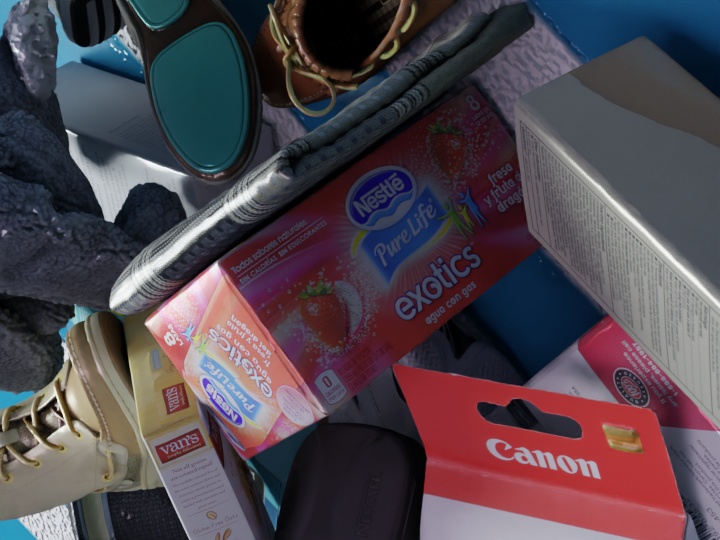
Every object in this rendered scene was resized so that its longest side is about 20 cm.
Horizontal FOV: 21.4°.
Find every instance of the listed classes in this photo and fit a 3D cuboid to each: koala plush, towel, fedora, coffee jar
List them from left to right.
[{"bbox_3d":[-0.222,-0.062,1.140,0.177,0.184,0.200,-32,54,27],"label":"koala plush"},{"bbox_3d":[-0.136,0.161,1.371,0.091,0.201,0.201,-9,115,16],"label":"fedora"},{"bbox_3d":[-0.024,-0.062,0.986,0.035,0.200,0.193,54,142,-1],"label":"towel"},{"bbox_3d":[0.033,0.162,1.098,0.085,0.104,0.200,0,156,35],"label":"coffee jar"}]

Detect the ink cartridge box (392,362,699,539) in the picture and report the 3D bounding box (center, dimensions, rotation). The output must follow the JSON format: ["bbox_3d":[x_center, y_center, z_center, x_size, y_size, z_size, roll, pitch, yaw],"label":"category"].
[{"bbox_3d":[0.097,0.146,0.974,0.161,0.050,0.200,8,135,37],"label":"ink cartridge box"}]

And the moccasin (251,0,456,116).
[{"bbox_3d":[-0.010,-0.130,1.015,0.201,0.078,0.074,-16,104,57],"label":"moccasin"}]

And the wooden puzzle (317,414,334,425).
[{"bbox_3d":[-0.047,0.094,1.260,0.185,0.037,0.200,10,131,60],"label":"wooden puzzle"}]

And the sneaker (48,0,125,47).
[{"bbox_3d":[-0.195,-0.238,1.157,0.115,0.075,0.200,38,142,27],"label":"sneaker"}]

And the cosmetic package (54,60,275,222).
[{"bbox_3d":[-0.141,-0.059,1.235,0.200,0.071,0.102,21,134,39],"label":"cosmetic package"}]

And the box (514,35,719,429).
[{"bbox_3d":[0.157,-0.008,0.857,0.200,0.078,0.095,50,161,39],"label":"box"}]

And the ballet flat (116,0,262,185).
[{"bbox_3d":[-0.097,-0.131,1.103,0.200,0.067,0.064,65,-169,23],"label":"ballet flat"}]

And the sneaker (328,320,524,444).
[{"bbox_3d":[0.010,0.042,1.134,0.200,0.075,0.115,54,143,-2],"label":"sneaker"}]

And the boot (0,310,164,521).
[{"bbox_3d":[-0.199,0.098,1.139,0.200,0.155,0.073,90,165,-67],"label":"boot"}]

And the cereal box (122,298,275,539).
[{"bbox_3d":[-0.079,0.131,1.082,0.144,0.039,0.200,-113,3,-62],"label":"cereal box"}]

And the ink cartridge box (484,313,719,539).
[{"bbox_3d":[0.155,0.097,0.998,0.145,0.084,0.200,51,145,6],"label":"ink cartridge box"}]

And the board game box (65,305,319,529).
[{"bbox_3d":[-0.108,0.091,1.242,0.200,0.047,0.151,40,155,17],"label":"board game box"}]

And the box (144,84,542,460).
[{"bbox_3d":[0.000,0.000,1.004,0.095,0.200,0.103,54,146,-1],"label":"box"}]
